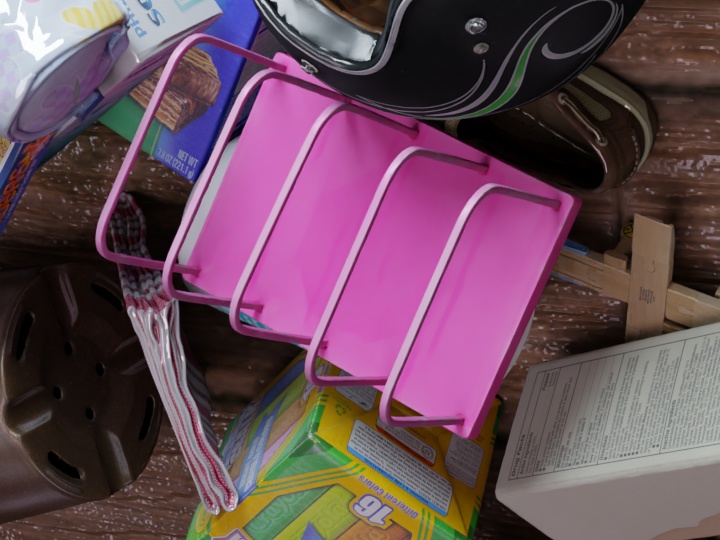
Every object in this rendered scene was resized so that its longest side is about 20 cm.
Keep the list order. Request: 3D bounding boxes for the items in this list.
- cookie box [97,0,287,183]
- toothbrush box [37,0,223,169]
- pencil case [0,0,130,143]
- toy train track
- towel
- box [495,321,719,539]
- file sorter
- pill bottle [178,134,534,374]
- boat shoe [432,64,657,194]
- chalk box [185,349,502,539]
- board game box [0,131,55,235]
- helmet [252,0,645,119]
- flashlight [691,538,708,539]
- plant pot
[{"bbox_3d":[-0.116,-0.181,1.154,0.170,0.075,0.201,33,129,10],"label":"cookie box"},{"bbox_3d":[-0.196,-0.142,1.121,0.200,0.085,0.147,-34,94,41],"label":"toothbrush box"},{"bbox_3d":[-0.208,-0.157,1.010,0.200,0.083,0.091,43,93,7],"label":"pencil case"},{"bbox_3d":[0.133,-0.010,1.155,0.199,0.033,0.115,22,139,23],"label":"toy train track"},{"bbox_3d":[-0.115,0.046,1.245,0.030,0.200,0.148,-19,114,-3],"label":"towel"},{"bbox_3d":[0.179,0.093,1.121,0.078,0.096,0.199,37,147,-30],"label":"box"},{"bbox_3d":[-0.017,-0.020,1.042,0.199,0.125,0.140,28,99,25],"label":"file sorter"},{"bbox_3d":[0.000,0.000,1.164,0.199,0.111,0.112,23,129,27],"label":"pill bottle"},{"bbox_3d":[0.063,-0.103,1.104,0.201,0.075,0.075,24,128,14],"label":"boat shoe"},{"bbox_3d":[-0.023,0.143,1.260,0.124,0.124,0.200,33,130,-13],"label":"chalk box"},{"bbox_3d":[-0.261,-0.109,1.103,0.200,0.034,0.136,42,130,8],"label":"board game box"},{"bbox_3d":[0.044,-0.167,0.998,0.201,0.200,0.190,51,143,-9],"label":"helmet"},{"bbox_3d":[0.163,0.231,1.178,0.068,0.200,0.068,33,131,8],"label":"flashlight"},{"bbox_3d":[-0.247,0.085,1.311,0.197,0.200,0.202,-10,114,34],"label":"plant pot"}]
